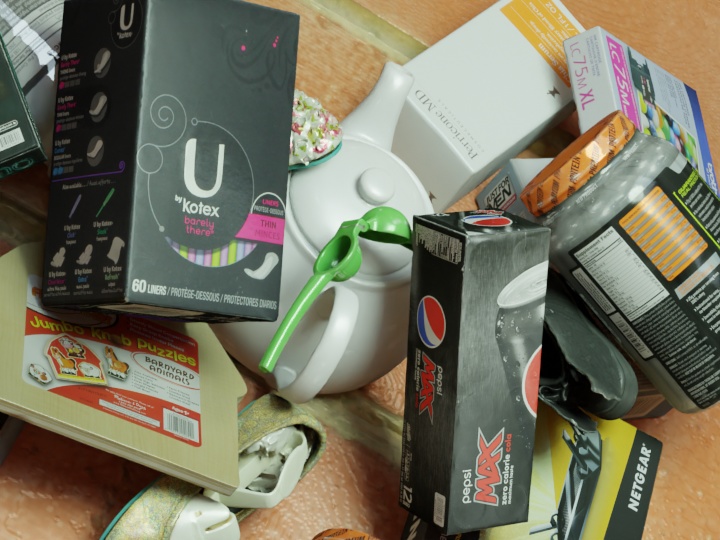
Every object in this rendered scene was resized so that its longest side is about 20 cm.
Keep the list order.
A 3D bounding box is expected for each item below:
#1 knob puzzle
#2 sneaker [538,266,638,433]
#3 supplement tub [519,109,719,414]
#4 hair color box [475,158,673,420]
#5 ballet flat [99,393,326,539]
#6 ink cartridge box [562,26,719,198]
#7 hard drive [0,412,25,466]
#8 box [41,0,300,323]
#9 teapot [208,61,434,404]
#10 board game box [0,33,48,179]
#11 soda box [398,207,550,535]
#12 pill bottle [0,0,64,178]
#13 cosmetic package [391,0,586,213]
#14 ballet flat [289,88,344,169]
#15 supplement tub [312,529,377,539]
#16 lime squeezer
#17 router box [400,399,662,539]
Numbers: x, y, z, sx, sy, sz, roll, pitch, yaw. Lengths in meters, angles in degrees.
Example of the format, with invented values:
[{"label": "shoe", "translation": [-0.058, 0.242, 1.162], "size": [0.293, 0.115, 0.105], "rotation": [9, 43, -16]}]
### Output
[{"label": "knob puzzle", "translation": [-0.166, 0.052, 1.380], "size": [0.219, 0.031, 0.220], "rotation": [26, 31, -17]}, {"label": "sneaker", "translation": [0.126, 0.046, 1.501], "size": [0.104, 0.060, 0.200], "rotation": [19, 23, -48]}, {"label": "supplement tub", "translation": [0.212, -0.008, 1.522], "size": [0.200, 0.122, 0.123], "rotation": [50, 50, -4]}, {"label": "hair color box", "translation": [0.171, 0.013, 1.617], "size": [0.098, 0.061, 0.201], "rotation": [-4, 64, -31]}, {"label": "ballet flat", "translation": [-0.091, 0.147, 1.377], "size": [0.071, 0.071, 0.200], "rotation": [46, 47, 4]}, {"label": "ink cartridge box", "translation": [0.230, -0.103, 1.674], "size": [0.200, 0.042, 0.120], "rotation": [24, 51, -54]}, {"label": "hard drive", "translation": [-0.282, 0.089, 1.328], "size": [0.134, 0.042, 0.201], "rotation": [34, 50, -7]}, {"label": "box", "translation": [-0.120, -0.071, 1.359], "size": [0.122, 0.106, 0.202], "rotation": [8, 83, -39]}, {"label": "teapot", "translation": [-0.018, -0.019, 1.477], "size": [0.197, 0.146, 0.201], "rotation": [-19, 72, -36]}, {"label": "board game box", "translation": [-0.314, -0.094, 1.366], "size": [0.199, 0.028, 0.136], "rotation": [-22, 71, -2]}, {"label": "soda box", "translation": [0.073, 0.064, 1.386], "size": [0.070, 0.063, 0.202], "rotation": [-6, 107, -30]}, {"label": "pill bottle", "translation": [-0.235, -0.143, 1.455], "size": [0.200, 0.111, 0.111], "rotation": [45, 50, 2]}, {"label": "cosmetic package", "translation": [0.098, -0.138, 1.664], "size": [0.102, 0.071, 0.200], "rotation": [48, 51, 5]}, {"label": "ballet flat", "translation": [-0.095, -0.112, 1.471], "size": [0.076, 0.199, 0.064], "rotation": [-43, 125, -31]}, {"label": "supplement tub", "translation": [-0.044, 0.257, 1.295], "size": [0.122, 0.123, 0.200], "rotation": [42, 50, 1]}, {"label": "lime squeezer", "translation": [0.000, 0.000, 1.375], "size": [0.199, 0.038, 0.071], "rotation": [-23, 117, -39]}, {"label": "router box", "translation": [0.117, 0.172, 1.492], "size": [0.157, 0.052, 0.201], "rotation": [28, 51, -11]}]
